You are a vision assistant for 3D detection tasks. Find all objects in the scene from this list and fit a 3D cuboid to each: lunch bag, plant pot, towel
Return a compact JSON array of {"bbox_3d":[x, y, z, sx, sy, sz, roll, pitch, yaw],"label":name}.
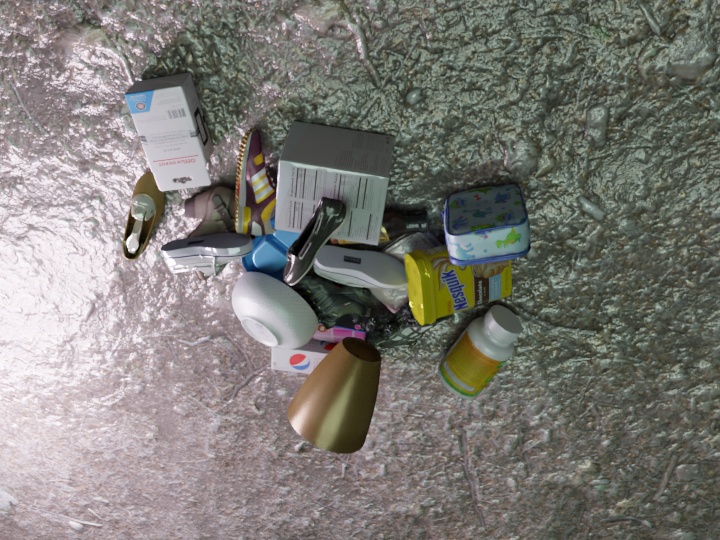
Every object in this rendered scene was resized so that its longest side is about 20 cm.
[{"bbox_3d":[0.233,-0.087,1.477,0.158,0.201,0.084,-8,117,9],"label":"lunch bag"},{"bbox_3d":[-0.036,0.250,1.692,0.184,0.187,0.202,22,109,-10],"label":"plant pot"},{"bbox_3d":[0.117,0.022,1.667,0.190,0.032,0.200,-35,114,26],"label":"towel"}]

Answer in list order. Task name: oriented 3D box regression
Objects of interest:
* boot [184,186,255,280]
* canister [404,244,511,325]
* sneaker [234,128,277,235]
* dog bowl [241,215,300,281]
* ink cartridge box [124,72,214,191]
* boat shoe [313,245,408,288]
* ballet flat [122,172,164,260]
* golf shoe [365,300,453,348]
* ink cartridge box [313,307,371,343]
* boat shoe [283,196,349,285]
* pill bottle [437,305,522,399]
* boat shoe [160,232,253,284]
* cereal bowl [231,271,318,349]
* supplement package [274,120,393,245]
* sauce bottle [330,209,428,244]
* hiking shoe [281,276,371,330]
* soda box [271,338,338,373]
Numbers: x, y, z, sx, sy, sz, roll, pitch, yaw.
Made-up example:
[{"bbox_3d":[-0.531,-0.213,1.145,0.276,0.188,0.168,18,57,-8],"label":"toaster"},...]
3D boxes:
[{"bbox_3d":[-0.279,-0.071,1.608,0.144,0.070,0.203,2,116,19],"label":"boot"},{"bbox_3d":[0.197,0.011,1.576,0.197,0.087,0.151,-16,120,-13],"label":"canister"},{"bbox_3d":[-0.193,-0.169,1.525,0.089,0.075,0.204,4,102,-15],"label":"sneaker"},{"bbox_3d":[-0.160,-0.059,1.628,0.111,0.050,0.200,39,119,-20],"label":"dog bowl"},{"bbox_3d":[-0.352,-0.259,1.498,0.114,0.068,0.202,-5,124,10],"label":"ink cartridge box"},{"bbox_3d":[0.000,0.000,1.619,0.197,0.074,0.066,17,148,0],"label":"boat shoe"},{"bbox_3d":[-0.445,-0.103,1.618,0.068,0.063,0.202,17,124,-7],"label":"ballet flat"},{"bbox_3d":[0.113,0.111,1.678,0.197,0.079,0.095,-18,146,16],"label":"golf shoe"},{"bbox_3d":[-0.080,0.108,1.745,0.197,0.037,0.096,13,125,-1],"label":"ink cartridge box"},{"bbox_3d":[-0.095,-0.057,1.428,0.056,0.067,0.200,25,123,-26],"label":"boat shoe"},{"bbox_3d":[0.261,0.173,1.707,0.110,0.112,0.201,25,123,-12],"label":"pill bottle"},{"bbox_3d":[-0.297,-0.018,1.567,0.199,0.075,0.087,-6,117,16],"label":"boat shoe"},{"bbox_3d":[-0.191,0.099,1.665,0.198,0.084,0.201,26,152,15],"label":"cereal bowl"},{"bbox_3d":[-0.048,-0.164,1.480,0.196,0.153,0.152,9,128,0],"label":"supplement package"},{"bbox_3d":[0.036,-0.089,1.578,0.196,0.066,0.067,-4,124,10],"label":"sauce bottle"},{"bbox_3d":[-0.078,0.070,1.668,0.196,0.076,0.103,9,84,-3],"label":"hiking shoe"},{"bbox_3d":[-0.100,0.189,1.784,0.196,0.064,0.069,7,125,1],"label":"soda box"}]
